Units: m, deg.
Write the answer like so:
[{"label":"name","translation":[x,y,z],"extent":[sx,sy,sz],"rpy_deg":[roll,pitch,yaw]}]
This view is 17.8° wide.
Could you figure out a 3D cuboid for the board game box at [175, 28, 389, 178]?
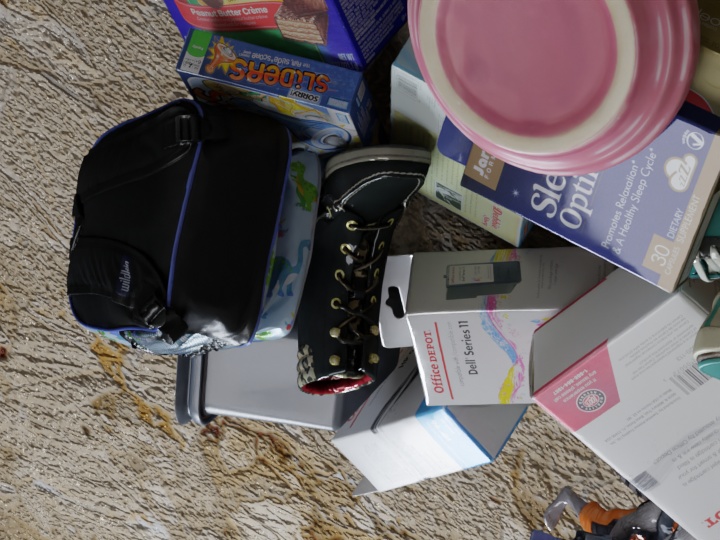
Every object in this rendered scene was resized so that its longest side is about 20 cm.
[{"label":"board game box","translation":[-0.051,-0.114,1.717],"extent":[0.135,0.035,0.200],"rpy_deg":[15,166,13]}]

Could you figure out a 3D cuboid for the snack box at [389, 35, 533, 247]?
[{"label":"snack box","translation":[0.079,-0.092,1.666],"extent":[0.116,0.037,0.200],"rpy_deg":[29,162,11]}]

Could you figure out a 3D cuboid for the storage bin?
[{"label":"storage bin","translation":[-0.049,0.046,1.868],"extent":[0.134,0.200,0.146],"rpy_deg":[11,111,16]}]

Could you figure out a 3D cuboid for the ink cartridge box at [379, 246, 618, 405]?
[{"label":"ink cartridge box","translation":[0.102,0.045,1.765],"extent":[0.199,0.068,0.117],"rpy_deg":[-2,138,12]}]

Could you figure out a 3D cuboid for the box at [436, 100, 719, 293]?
[{"label":"box","translation":[0.143,-0.082,1.520],"extent":[0.200,0.032,0.122],"rpy_deg":[28,122,19]}]

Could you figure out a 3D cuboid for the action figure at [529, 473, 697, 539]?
[{"label":"action figure","translation":[0.219,0.198,1.817],"extent":[0.199,0.105,0.193],"rpy_deg":[18,179,-22]}]

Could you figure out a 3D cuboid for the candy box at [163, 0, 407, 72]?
[{"label":"candy box","translation":[-0.078,-0.242,1.631],"extent":[0.169,0.077,0.200],"rpy_deg":[7,136,38]}]

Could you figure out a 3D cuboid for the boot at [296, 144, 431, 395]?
[{"label":"boot","translation":[0.001,0.000,1.694],"extent":[0.073,0.154,0.203],"rpy_deg":[4,163,-23]}]

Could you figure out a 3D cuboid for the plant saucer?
[{"label":"plant saucer","translation":[0.114,-0.152,1.456],"extent":[0.200,0.051,0.201],"rpy_deg":[12,116,25]}]

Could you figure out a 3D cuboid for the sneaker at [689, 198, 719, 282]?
[{"label":"sneaker","translation":[0.277,-0.018,1.520],"extent":[0.199,0.080,0.071],"rpy_deg":[-12,143,19]}]

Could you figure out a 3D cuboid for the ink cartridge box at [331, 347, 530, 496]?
[{"label":"ink cartridge box","translation":[0.055,0.114,1.913],"extent":[0.068,0.116,0.200],"rpy_deg":[47,144,-16]}]

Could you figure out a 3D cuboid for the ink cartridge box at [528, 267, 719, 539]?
[{"label":"ink cartridge box","translation":[0.242,0.089,1.674],"extent":[0.200,0.083,0.146],"rpy_deg":[40,119,-22]}]

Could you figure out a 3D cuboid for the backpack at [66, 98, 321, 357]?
[{"label":"backpack","translation":[-0.128,-0.023,1.707],"extent":[0.147,0.184,0.200],"rpy_deg":[14,169,-32]}]

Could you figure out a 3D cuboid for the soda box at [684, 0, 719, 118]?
[{"label":"soda box","translation":[0.222,-0.104,1.545],"extent":[0.068,0.064,0.200],"rpy_deg":[26,145,14]}]

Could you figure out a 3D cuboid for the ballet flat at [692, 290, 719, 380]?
[{"label":"ballet flat","translation":[0.300,0.065,1.573],"extent":[0.069,0.070,0.200],"rpy_deg":[-3,155,44]}]
